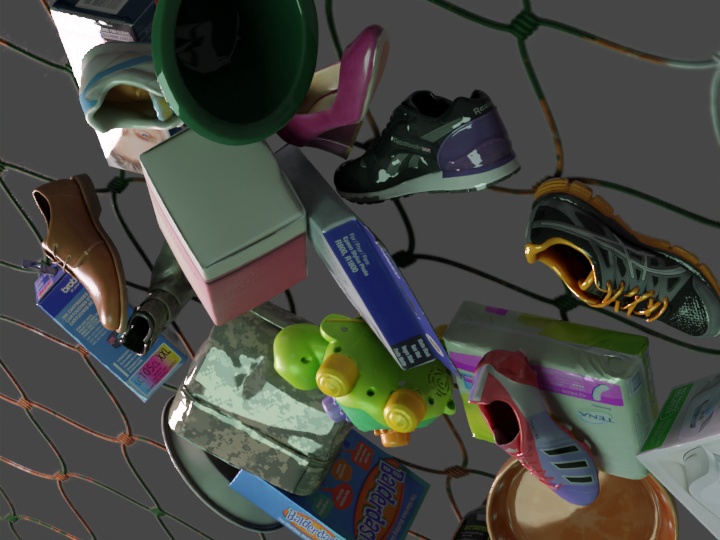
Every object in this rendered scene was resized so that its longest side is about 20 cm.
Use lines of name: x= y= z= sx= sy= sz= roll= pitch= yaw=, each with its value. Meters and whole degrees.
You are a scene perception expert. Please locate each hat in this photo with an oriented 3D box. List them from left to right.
hat: x=-0.149 y=-0.212 z=1.404 sx=0.165 sy=0.201 sz=0.176 roll=15 pitch=176 yaw=-38

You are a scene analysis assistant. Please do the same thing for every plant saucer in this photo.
plant saucer: x=0.230 y=0.256 z=1.674 sx=0.199 sy=0.032 sz=0.202 roll=7 pitch=118 yaw=13

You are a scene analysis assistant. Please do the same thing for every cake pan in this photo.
cake pan: x=-0.142 y=0.211 z=1.872 sx=0.200 sy=0.201 sz=0.037 roll=42 pitch=114 yaw=-11

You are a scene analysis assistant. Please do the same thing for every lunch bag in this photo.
lunch bag: x=-0.086 y=0.122 z=1.744 sx=0.199 sy=0.140 sz=0.168 roll=28 pitch=129 yaw=4

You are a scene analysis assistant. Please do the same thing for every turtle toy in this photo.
turtle toy: x=0.005 y=0.102 z=1.620 sx=0.199 sy=0.146 sz=0.101 roll=26 pitch=132 yaw=11

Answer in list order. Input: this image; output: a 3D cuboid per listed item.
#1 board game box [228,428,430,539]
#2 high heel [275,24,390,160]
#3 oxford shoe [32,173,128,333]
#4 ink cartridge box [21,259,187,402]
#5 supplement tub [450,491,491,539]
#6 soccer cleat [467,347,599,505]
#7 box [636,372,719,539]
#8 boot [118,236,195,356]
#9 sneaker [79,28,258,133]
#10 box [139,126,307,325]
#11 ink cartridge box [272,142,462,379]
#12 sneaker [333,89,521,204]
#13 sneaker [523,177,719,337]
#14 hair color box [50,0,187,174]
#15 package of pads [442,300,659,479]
board game box: x=-0.031 y=0.244 z=1.829 sx=0.199 sy=0.152 sz=0.045 roll=36 pitch=129 yaw=-3
high heel: x=-0.034 y=-0.166 z=1.409 sx=0.095 sy=0.068 sz=0.200 roll=23 pitch=159 yaw=-2
oxford shoe: x=-0.298 y=-0.013 z=1.718 sx=0.201 sy=0.071 sz=0.072 roll=62 pitch=148 yaw=29
ink cartridge box: x=-0.297 y=0.046 z=1.833 sx=0.200 sy=0.076 sz=0.136 roll=46 pitch=177 yaw=-15
supplement tub: x=0.140 y=0.346 z=1.768 sx=0.122 sy=0.200 sz=0.123 roll=22 pitch=146 yaw=16
soccer cleat: x=0.161 y=0.160 z=1.514 sx=0.066 sy=0.077 sz=0.201 roll=-4 pitch=129 yaw=42
box: x=0.387 y=0.182 z=1.456 sx=0.200 sy=0.097 sz=0.176 roll=45 pitch=147 yaw=-13
boot: x=-0.195 y=0.009 z=1.699 sx=0.067 sy=0.131 sz=0.200 roll=30 pitch=146 yaw=1
sneaker: x=-0.152 y=-0.167 z=1.442 sx=0.198 sy=0.081 sz=0.077 roll=-11 pitch=135 yaw=4
box: x=-0.124 y=-0.048 z=1.503 sx=0.128 sy=0.109 sz=0.200 roll=59 pitch=171 yaw=14
ink cartridge box: x=0.000 y=0.000 z=1.501 sx=0.200 sy=0.040 sz=0.200 roll=49 pitch=172 yaw=51
sneaker: x=0.050 y=-0.115 z=1.415 sx=0.199 sy=0.076 sz=0.088 roll=-6 pitch=110 yaw=43
sneaker: x=0.224 y=0.005 z=1.391 sx=0.199 sy=0.077 sz=0.078 roll=32 pitch=145 yaw=1
hair color box: x=-0.215 y=-0.181 z=1.548 sx=0.099 sy=0.061 sz=0.201 roll=15 pitch=142 yaw=27
package of pads: x=0.189 y=0.118 z=1.566 sx=0.199 sy=0.068 sz=0.155 roll=12 pitch=140 yaw=31
